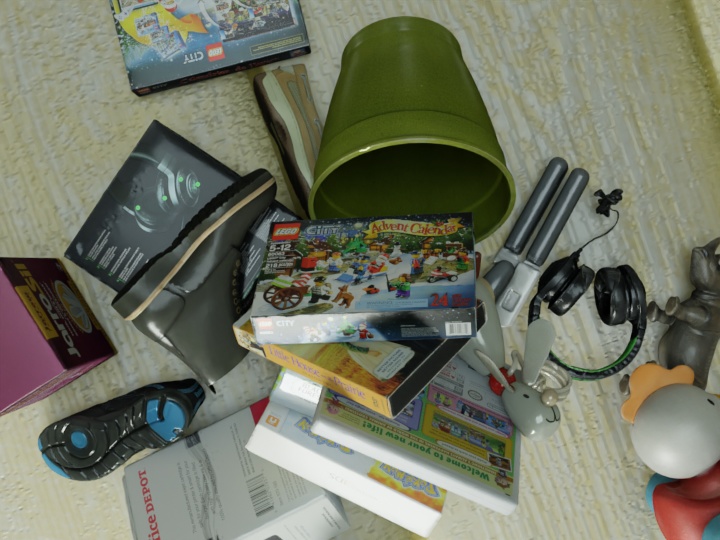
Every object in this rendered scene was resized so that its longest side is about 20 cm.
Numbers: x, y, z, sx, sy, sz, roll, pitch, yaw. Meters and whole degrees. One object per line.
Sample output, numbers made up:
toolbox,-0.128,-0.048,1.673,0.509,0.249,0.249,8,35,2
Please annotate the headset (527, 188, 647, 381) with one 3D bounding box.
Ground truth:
headset,0.251,0.016,1.047,0.123,0.094,0.201,12,76,0

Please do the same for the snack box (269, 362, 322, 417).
snack box,0.021,0.107,0.995,0.199,0.142,0.053,23,124,-5

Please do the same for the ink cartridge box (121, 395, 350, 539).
ink cartridge box,-0.132,0.237,1.020,0.199,0.083,0.145,-26,48,1

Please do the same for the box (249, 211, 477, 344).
box,0.007,0.005,0.908,0.199,0.137,0.038,-3,131,7

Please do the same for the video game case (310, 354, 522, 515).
video game case,0.062,0.124,0.938,0.199,0.182,0.022,24,127,-6

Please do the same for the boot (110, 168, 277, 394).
boot,-0.128,0.009,0.977,0.200,0.077,0.138,-44,105,-2

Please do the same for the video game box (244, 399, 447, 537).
video game box,0.005,0.156,1.010,0.199,0.182,0.047,26,127,0

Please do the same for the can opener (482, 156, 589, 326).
can opener,0.183,-0.028,1.063,0.053,0.066,0.200,30,91,13

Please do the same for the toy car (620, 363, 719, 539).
toy car,0.351,0.171,0.991,0.177,0.184,0.200,-33,97,0

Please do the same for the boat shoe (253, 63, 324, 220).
boat shoe,-0.047,-0.132,1.064,0.076,0.072,0.201,-22,90,-12

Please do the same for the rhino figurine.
rhino figurine,0.358,0.056,1.063,0.087,0.060,0.201,22,89,-19

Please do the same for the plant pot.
plant pot,0.046,-0.145,0.991,0.199,0.201,0.194,-3,59,0

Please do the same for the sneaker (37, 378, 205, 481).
sneaker,-0.257,0.172,1.064,0.199,0.082,0.073,-18,100,19

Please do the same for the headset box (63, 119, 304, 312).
headset box,-0.189,-0.038,1.048,0.200,0.093,0.174,33,90,0

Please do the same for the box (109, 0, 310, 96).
box,-0.167,-0.283,1.069,0.199,0.038,0.137,-14,90,0

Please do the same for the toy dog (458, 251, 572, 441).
toy dog,0.134,0.060,0.959,0.200,0.132,0.096,37,129,12

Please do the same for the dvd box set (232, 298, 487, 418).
dvd box set,-0.002,0.050,0.924,0.146,0.200,0.029,-40,134,-31

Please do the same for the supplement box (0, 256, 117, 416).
supplement box,-0.344,0.064,0.996,0.103,0.200,0.131,-31,91,0
